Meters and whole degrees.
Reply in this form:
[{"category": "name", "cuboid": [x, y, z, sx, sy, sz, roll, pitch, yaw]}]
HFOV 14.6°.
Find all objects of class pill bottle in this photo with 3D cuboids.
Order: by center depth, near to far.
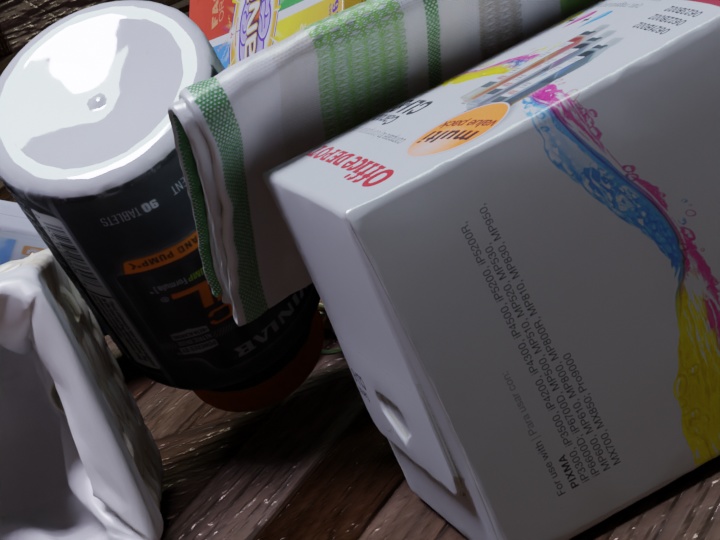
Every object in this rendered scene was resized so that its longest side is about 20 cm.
[{"category": "pill bottle", "cuboid": [-0.080, -0.018, 1.239, 0.106, 0.200, 0.107, -11, 53, 15]}]

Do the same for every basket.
[{"category": "basket", "cuboid": [-0.193, 0.088, 1.224, 0.199, 0.136, 0.123, -24, 8, 8]}]

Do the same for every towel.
[{"category": "towel", "cuboid": [0.026, -0.060, 1.107, 0.199, 0.031, 0.149, -24, -30, -10]}]

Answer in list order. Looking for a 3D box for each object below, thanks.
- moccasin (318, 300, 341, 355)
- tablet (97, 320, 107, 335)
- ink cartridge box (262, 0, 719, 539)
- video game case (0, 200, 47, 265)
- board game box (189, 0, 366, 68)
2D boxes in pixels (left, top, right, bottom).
[{"category": "moccasin", "cuboid": [-0.002, 0.000, 1.358, 0.073, 0.078, 0.201, -5, -1, -23]}, {"category": "tablet", "cuboid": [-0.183, 0.024, 1.542, 0.199, 0.014, 0.130, -11, -14, 19]}, {"category": "ink cartridge box", "cuboid": [0.090, -0.010, 1.026, 0.199, 0.145, 0.145, -28, 13, -9]}, {"category": "video game case", "cuboid": [-0.274, 0.000, 1.573, 0.199, 0.022, 0.182, 11, -29, -12]}, {"category": "board game box", "cuboid": [-0.030, -0.119, 1.327, 0.040, 0.154, 0.200, 10, -22, -22]}]
